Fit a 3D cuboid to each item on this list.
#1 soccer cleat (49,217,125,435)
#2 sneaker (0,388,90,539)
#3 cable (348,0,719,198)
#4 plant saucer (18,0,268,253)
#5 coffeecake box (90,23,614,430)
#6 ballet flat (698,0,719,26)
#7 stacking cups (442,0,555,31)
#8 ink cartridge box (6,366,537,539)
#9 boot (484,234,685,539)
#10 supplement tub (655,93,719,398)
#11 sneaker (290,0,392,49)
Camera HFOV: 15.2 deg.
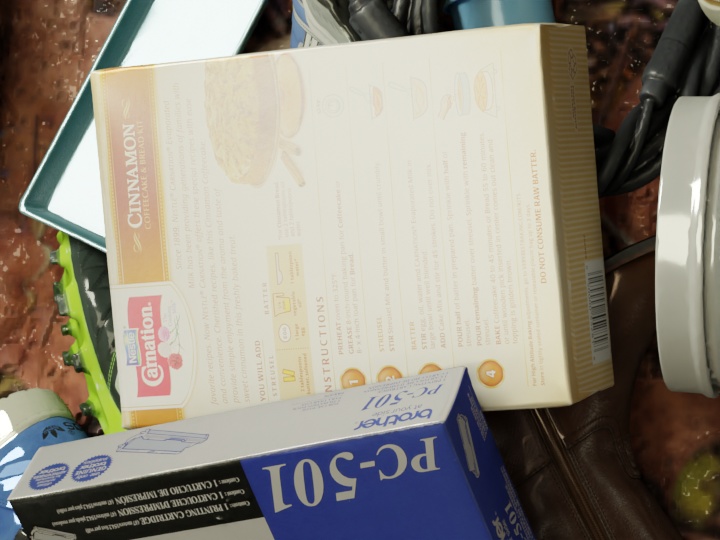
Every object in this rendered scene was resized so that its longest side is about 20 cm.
[{"bbox_3d":[-0.093,0.056,1.298,0.081,0.068,0.201,-17,62,-13],"label":"soccer cleat"},{"bbox_3d":[-0.191,0.164,1.322,0.200,0.077,0.111,-46,60,8],"label":"sneaker"},{"bbox_3d":[0.099,-0.116,1.181,0.199,0.051,0.164,-28,80,-11],"label":"cable"},{"bbox_3d":[-0.091,-0.103,1.308,0.070,0.019,0.201,24,84,24],"label":"plant saucer"},{"bbox_3d":[-0.004,-0.018,1.129,0.199,0.073,0.154,-4,92,20],"label":"coffeecake box"},{"bbox_3d":[0.153,-0.135,1.115,0.064,0.067,0.200,-38,60,-1],"label":"ballet flat"},{"bbox_3d":[0.071,-0.108,1.239,0.060,0.060,0.201,-16,84,23],"label":"stacking cups"},{"bbox_3d":[-0.036,0.104,1.107,0.199,0.044,0.094,-12,117,23],"label":"ink cartridge box"},{"bbox_3d":[0.132,0.096,1.186,0.186,0.064,0.200,-31,86,-3],"label":"boot"},{"bbox_3d":[0.226,-0.008,1.086,0.199,0.145,0.145,2,87,14],"label":"supplement tub"},{"bbox_3d":[0.012,-0.075,1.232,0.075,0.077,0.201,-4,67,-14],"label":"sneaker"}]
